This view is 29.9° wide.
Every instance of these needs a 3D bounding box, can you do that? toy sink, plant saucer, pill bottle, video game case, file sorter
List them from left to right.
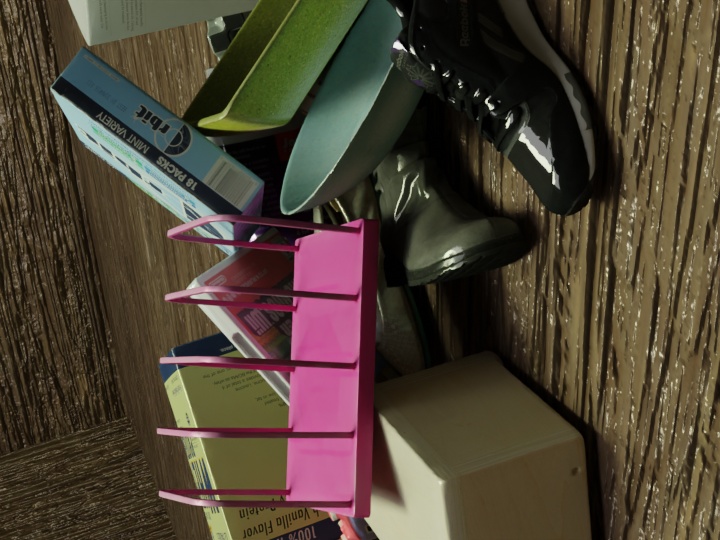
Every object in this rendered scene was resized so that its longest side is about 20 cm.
[{"bbox_3d":[-0.071,0.067,0.953,0.139,0.124,0.203,168,105,-66],"label":"file sorter"},{"bbox_3d":[-0.078,-0.092,1.223,0.111,0.110,0.203,-162,57,-70],"label":"pill bottle"},{"bbox_3d":[-0.053,-0.178,1.018,0.048,0.201,0.200,34,172,-16],"label":"plant saucer"},{"bbox_3d":[-0.039,0.062,1.105,0.200,0.143,0.017,48,120,2],"label":"video game case"},{"bbox_3d":[0.009,-0.120,0.909,0.202,0.038,0.202,-57,15,25],"label":"plant saucer"},{"bbox_3d":[0.072,0.143,0.948,0.200,0.111,0.132,-140,38,-62],"label":"toy sink"}]

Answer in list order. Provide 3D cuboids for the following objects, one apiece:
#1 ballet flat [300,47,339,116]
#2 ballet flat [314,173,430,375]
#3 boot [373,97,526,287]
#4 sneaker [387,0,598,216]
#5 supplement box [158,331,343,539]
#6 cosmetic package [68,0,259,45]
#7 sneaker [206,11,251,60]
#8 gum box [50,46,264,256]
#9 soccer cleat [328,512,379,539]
[{"bbox_3d":[-0.034,-0.154,1.107,0.201,0.062,0.068,-124,24,-46],"label":"ballet flat"},{"bbox_3d":[0.000,0.000,1.113,0.067,0.062,0.202,149,104,-73],"label":"ballet flat"},{"bbox_3d":[0.045,-0.058,0.940,0.200,0.067,0.132,172,86,-73],"label":"boot"},{"bbox_3d":[0.064,-0.113,0.780,0.076,0.087,0.202,109,141,-62],"label":"sneaker"},{"bbox_3d":[-0.056,0.144,1.214,0.134,0.198,0.202,143,109,-73],"label":"supplement box"},{"bbox_3d":[-0.147,-0.271,1.129,0.108,0.198,0.085,100,148,-52],"label":"cosmetic package"},{"bbox_3d":[-0.095,-0.173,1.305,0.089,0.073,0.203,-98,-4,-75],"label":"sneaker"},{"bbox_3d":[-0.156,-0.087,1.078,0.169,0.045,0.200,37,171,0],"label":"gum box"},{"bbox_3d":[0.026,0.209,1.111,0.201,0.076,0.067,58,175,-38],"label":"soccer cleat"}]
